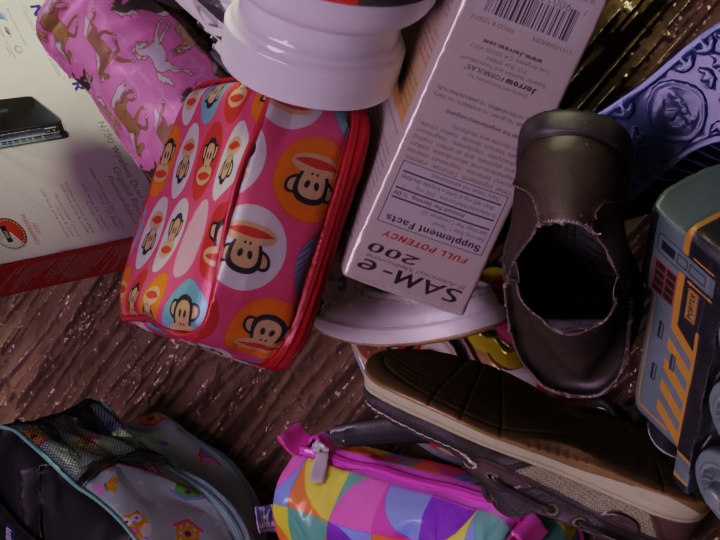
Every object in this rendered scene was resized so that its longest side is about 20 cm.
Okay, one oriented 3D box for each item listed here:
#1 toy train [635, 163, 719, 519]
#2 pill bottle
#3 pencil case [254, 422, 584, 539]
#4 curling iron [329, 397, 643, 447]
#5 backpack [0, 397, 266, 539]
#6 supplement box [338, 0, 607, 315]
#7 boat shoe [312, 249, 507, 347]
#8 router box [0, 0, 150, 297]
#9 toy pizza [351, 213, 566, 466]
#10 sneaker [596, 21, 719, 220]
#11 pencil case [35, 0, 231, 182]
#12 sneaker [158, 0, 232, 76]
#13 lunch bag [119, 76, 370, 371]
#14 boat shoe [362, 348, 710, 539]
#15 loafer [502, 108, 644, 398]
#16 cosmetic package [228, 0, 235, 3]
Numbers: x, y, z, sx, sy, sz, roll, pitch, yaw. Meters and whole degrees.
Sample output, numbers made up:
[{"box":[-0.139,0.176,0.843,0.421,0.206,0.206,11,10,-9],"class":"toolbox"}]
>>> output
[{"box":[0.189,0.041,1.163,0.114,0.085,0.200,47,153,34],"class":"toy train"},{"box":[-0.006,-0.189,1.168,0.116,0.116,0.200,36,127,34],"class":"pill bottle"},{"box":[0.034,0.150,1.370,0.200,0.088,0.088,13,109,41],"class":"pencil case"},{"box":[0.067,0.094,1.330,0.200,0.026,0.050,-2,110,30],"class":"curling iron"},{"box":[-0.145,0.193,1.513,0.200,0.153,0.176,36,126,46],"class":"backpack"},{"box":[0.054,-0.095,1.236,0.126,0.073,0.200,-100,31,-64],"class":"supplement box"},{"box":[0.000,0.000,1.332,0.200,0.071,0.069,8,105,45],"class":"boat shoe"},{"box":[-0.244,-0.082,1.529,0.049,0.179,0.200,-46,68,42],"class":"router box"},{"box":[0.053,0.019,1.357,0.200,0.032,0.200,14,109,43],"class":"toy pizza"},{"box":[0.178,-0.082,1.182,0.200,0.078,0.070,-26,88,24],"class":"sneaker"},{"box":[-0.123,-0.106,1.472,0.200,0.086,0.083,53,162,23],"class":"pencil case"},{"box":[-0.058,-0.138,1.402,0.200,0.074,0.089,19,111,42],"class":"sneaker"},{"box":[-0.065,-0.042,1.289,0.200,0.082,0.176,-166,92,-72],"class":"lunch bag"},{"box":[0.090,0.103,1.255,0.200,0.073,0.065,22,118,8],"class":"boat shoe"},{"box":[0.098,0.007,1.156,0.073,0.071,0.200,4,143,13],"class":"loafer"},{"box":[-0.016,-0.239,1.281,0.108,0.085,0.200,45,109,38],"class":"cosmetic package"}]
